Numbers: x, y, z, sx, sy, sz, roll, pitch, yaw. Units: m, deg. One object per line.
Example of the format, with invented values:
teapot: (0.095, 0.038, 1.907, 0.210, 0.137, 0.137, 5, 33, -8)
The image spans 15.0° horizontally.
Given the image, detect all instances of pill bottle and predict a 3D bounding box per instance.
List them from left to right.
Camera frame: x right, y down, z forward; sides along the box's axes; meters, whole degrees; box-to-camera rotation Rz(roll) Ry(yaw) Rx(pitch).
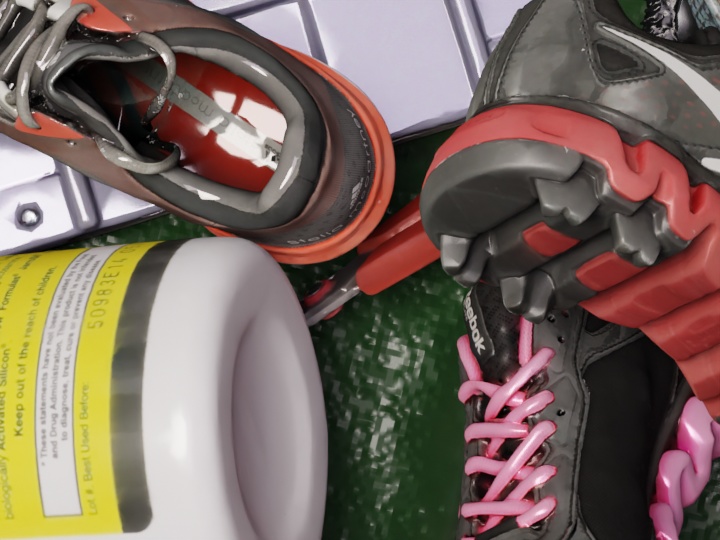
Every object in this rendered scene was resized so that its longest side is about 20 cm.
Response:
pill bottle: (-0.118, 0.053, 0.784, 0.199, 0.112, 0.113, -5, 86, 16)

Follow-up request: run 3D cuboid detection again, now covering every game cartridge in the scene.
game cartridge: (-0.039, -0.091, 0.844, 0.200, 0.038, 0.130, -17, 90, 0)

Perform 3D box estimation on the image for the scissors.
scissors: (0.000, 0.000, 0.831, 0.200, 0.073, 0.014, -32, 112, 27)

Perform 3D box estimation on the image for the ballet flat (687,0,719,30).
ballet flat: (0.120, -0.087, 0.762, 0.074, 0.074, 0.200, -34, 84, -1)

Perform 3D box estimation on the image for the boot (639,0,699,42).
boot: (0.188, -0.086, 0.823, 0.162, 0.073, 0.198, 37, 86, 9)

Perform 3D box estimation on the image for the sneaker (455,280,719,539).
sneaker: (0.050, 0.051, 0.754, 0.079, 0.200, 0.095, -23, 113, 31)

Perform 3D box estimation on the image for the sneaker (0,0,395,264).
sneaker: (-0.085, -0.067, 0.783, 0.200, 0.082, 0.077, 22, 92, 12)

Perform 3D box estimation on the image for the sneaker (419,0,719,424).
sneaker: (0.105, -0.010, 0.745, 0.200, 0.071, 0.098, 31, 52, -28)
